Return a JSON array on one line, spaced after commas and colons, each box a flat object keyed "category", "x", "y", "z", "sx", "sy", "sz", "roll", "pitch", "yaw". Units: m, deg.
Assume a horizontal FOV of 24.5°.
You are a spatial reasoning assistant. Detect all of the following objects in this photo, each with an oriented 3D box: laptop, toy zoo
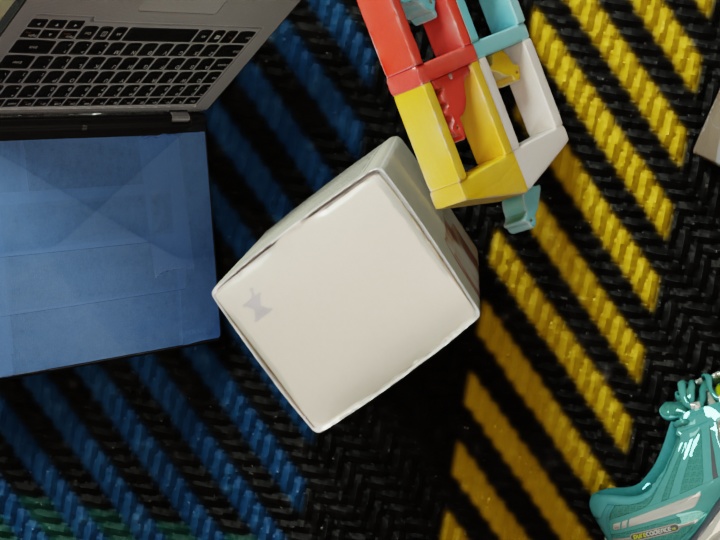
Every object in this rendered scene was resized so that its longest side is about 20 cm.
[{"category": "laptop", "x": -0.105, "y": -0.056, "z": 0.839, "sx": 0.200, "sy": 0.187, "sz": 0.116, "roll": -44, "pitch": 69, "yaw": 32}, {"category": "toy zoo", "x": 0.052, "y": -0.115, "z": 0.870, "sx": 0.020, "sy": 0.131, "sz": 0.201, "roll": -17, "pitch": 97, "yaw": 35}]

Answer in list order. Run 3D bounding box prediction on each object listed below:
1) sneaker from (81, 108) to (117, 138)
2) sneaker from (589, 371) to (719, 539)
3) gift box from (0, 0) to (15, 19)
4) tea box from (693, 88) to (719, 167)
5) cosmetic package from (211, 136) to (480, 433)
[{"category": "sneaker", "x": -0.198, "y": -0.029, "z": 0.930, "sx": 0.084, "sy": 0.074, "sz": 0.201, "roll": 24, "pitch": 90, "yaw": 5}, {"category": "sneaker", "x": 0.208, "y": 0.086, "z": 0.917, "sx": 0.080, "sy": 0.077, "sz": 0.200, "roll": 41, "pitch": 98, "yaw": 6}, {"category": "gift box", "x": -0.198, "y": -0.226, "z": 0.816, "sx": 0.185, "sy": 0.200, "sz": 0.186, "roll": -3, "pitch": 66, "yaw": 3}, {"category": "tea box", "x": 0.304, "y": -0.109, "z": 0.851, "sx": 0.196, "sy": 0.134, "sz": 0.201, "roll": 22, "pitch": 99, "yaw": 1}, {"category": "cosmetic package", "x": 0.000, "y": 0.000, "z": 0.849, "sx": 0.103, "sy": 0.200, "sz": 0.087, "roll": -35, "pitch": 95, "yaw": 9}]
